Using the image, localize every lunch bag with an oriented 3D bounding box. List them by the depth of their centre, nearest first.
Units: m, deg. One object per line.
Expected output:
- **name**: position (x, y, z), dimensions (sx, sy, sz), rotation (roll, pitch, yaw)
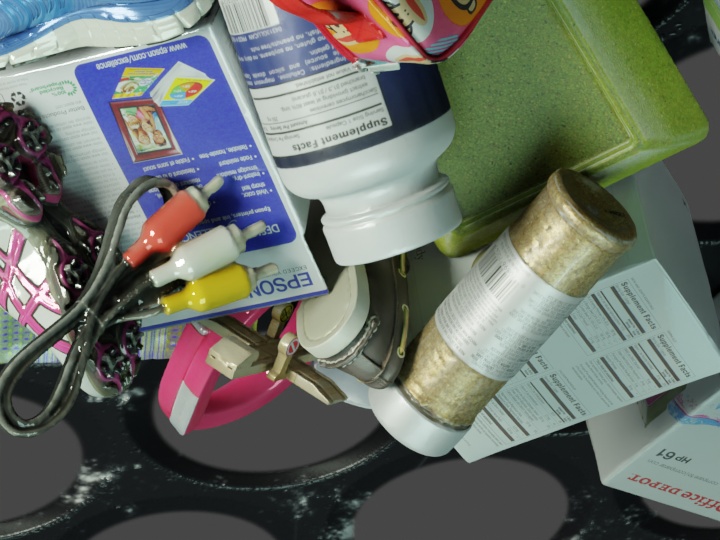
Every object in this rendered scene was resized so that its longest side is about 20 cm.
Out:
- **lunch bag**: position (0.001, -0.207, 1.231), dimensions (0.082, 0.176, 0.200), rotation (3, 144, 47)

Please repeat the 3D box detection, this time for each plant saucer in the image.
- **plant saucer**: position (0.086, -0.113, 1.424), dimensions (0.199, 0.048, 0.200), rotation (-26, 112, 21)

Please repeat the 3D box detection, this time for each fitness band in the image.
- **fitness band**: position (-0.074, 0.048, 1.624), dimensions (0.143, 0.037, 0.200), rotation (-29, 159, -37)

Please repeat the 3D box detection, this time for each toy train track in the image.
- **toy train track**: position (-0.031, 0.040, 1.506), dimensions (0.200, 0.115, 0.033), rotation (-10, 126, -58)

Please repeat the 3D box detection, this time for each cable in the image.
- **cable**: position (-0.147, 0.015, 1.370), dimensions (0.097, 0.200, 0.050), rotation (57, 156, -12)

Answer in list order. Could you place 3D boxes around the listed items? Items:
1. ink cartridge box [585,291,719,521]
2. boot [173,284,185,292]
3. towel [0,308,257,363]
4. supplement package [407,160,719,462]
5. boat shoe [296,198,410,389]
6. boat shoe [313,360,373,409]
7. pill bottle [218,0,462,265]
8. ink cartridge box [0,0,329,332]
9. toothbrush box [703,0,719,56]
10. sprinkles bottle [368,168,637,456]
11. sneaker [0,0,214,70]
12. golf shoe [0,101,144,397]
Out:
- **ink cartridge box**: position (0.294, 0.102, 1.780), dimensions (0.144, 0.085, 0.200), rotation (19, 135, -32)
- **boot**: position (-0.089, -0.047, 1.504), dimensions (0.200, 0.068, 0.131), rotation (-17, 124, 23)
- **towel**: position (-0.166, 0.022, 1.638), dimensions (0.199, 0.023, 0.144), rotation (1, 142, -13)
- **supplement package**: position (0.124, 0.006, 1.567), dimensions (0.200, 0.152, 0.151), rotation (-21, 141, 17)
- **boat shoe**: position (0.000, 0.000, 1.493), dimensions (0.072, 0.200, 0.060), rotation (-38, 117, 24)
- **boat shoe**: position (0.067, 0.065, 1.712), dimensions (0.199, 0.070, 0.066), rotation (-11, 171, 5)
- **pill bottle**: position (-0.008, -0.110, 1.349), dimensions (0.111, 0.111, 0.200), rotation (-17, 102, 11)
- **ink cartridge box**: position (-0.138, -0.059, 1.436), dimensions (0.197, 0.047, 0.200), rotation (-11, 122, 21)
- **toothbrush box**: position (0.280, -0.198, 1.362), dimensions (0.145, 0.086, 0.200), rotation (-25, 144, 0)
- **sprinkles bottle**: position (0.088, 0.028, 1.432), dimensions (0.068, 0.068, 0.200), rotation (22, 121, -33)
- **sneaker**: position (-0.188, -0.176, 1.350), dimensions (0.199, 0.079, 0.089), rotation (-9, 116, 15)
- **golf shoe**: position (-0.206, -0.007, 1.425), dimensions (0.092, 0.073, 0.200), rotation (-18, 107, 33)
